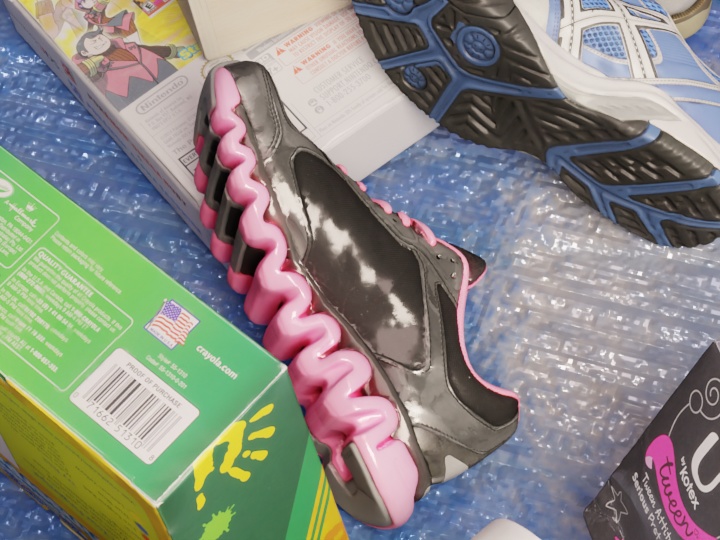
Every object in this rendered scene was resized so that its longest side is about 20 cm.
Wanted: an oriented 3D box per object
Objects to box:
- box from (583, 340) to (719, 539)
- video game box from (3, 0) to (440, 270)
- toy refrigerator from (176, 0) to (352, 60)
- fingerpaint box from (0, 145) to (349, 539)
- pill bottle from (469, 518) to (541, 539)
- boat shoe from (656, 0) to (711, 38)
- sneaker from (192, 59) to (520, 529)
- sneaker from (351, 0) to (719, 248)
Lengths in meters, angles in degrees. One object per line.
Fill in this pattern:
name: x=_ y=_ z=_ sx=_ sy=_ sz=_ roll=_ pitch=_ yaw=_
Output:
box: x=0.186 y=0.133 z=0.841 sx=0.131 sy=0.115 sz=0.201 roll=0 pitch=53 yaw=-28
video game box: x=-0.035 y=-0.120 z=1.102 sx=0.199 sy=0.047 sz=0.182 roll=-35 pitch=61 yaw=-14
toy refrigerator: x=-0.075 y=-0.197 z=1.091 sx=0.076 sy=0.070 sz=0.201 roll=-22 pitch=56 yaw=-6
fingerpaint box: x=-0.104 y=0.045 z=0.935 sx=0.200 sy=0.167 sz=0.073 roll=36 pitch=71 yaw=27
pill bottle: x=0.000 y=0.182 z=0.865 sx=0.200 sy=0.113 sz=0.113 roll=-38 pitch=60 yaw=-15
boat shoe: x=0.134 y=-0.204 z=1.115 sx=0.074 sy=0.069 sz=0.201 roll=-7 pitch=57 yaw=4
sneaker: x=0.000 y=0.000 z=0.987 sx=0.095 sy=0.079 sz=0.201 roll=-23 pitch=84 yaw=-16
sneaker: x=0.082 y=-0.091 z=1.032 sx=0.200 sy=0.076 sz=0.077 roll=36 pitch=52 yaw=-7
